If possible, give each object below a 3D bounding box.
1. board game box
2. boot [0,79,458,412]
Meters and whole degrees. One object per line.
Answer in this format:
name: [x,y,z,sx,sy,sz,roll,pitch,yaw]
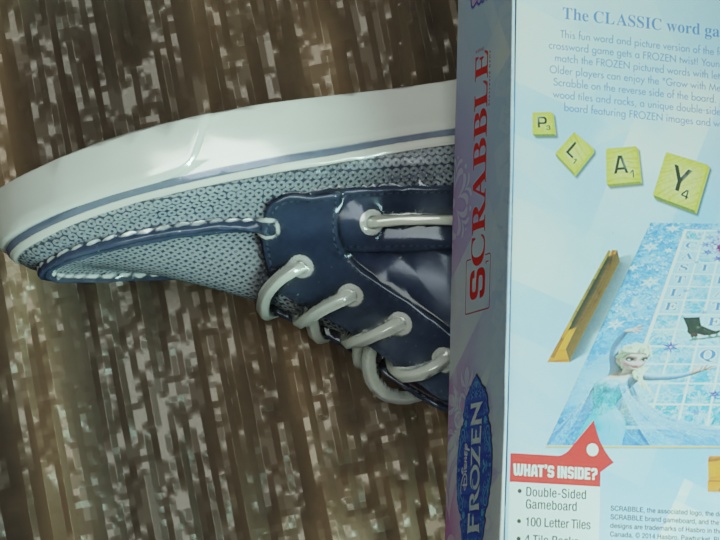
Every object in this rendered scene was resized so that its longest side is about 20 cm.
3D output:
board game box: [0.122,-0.005,0.791,0.200,0.041,0.200,6,81,-21]
boot: [0.000,0.000,0.808,0.200,0.073,0.090,-10,80,-3]
